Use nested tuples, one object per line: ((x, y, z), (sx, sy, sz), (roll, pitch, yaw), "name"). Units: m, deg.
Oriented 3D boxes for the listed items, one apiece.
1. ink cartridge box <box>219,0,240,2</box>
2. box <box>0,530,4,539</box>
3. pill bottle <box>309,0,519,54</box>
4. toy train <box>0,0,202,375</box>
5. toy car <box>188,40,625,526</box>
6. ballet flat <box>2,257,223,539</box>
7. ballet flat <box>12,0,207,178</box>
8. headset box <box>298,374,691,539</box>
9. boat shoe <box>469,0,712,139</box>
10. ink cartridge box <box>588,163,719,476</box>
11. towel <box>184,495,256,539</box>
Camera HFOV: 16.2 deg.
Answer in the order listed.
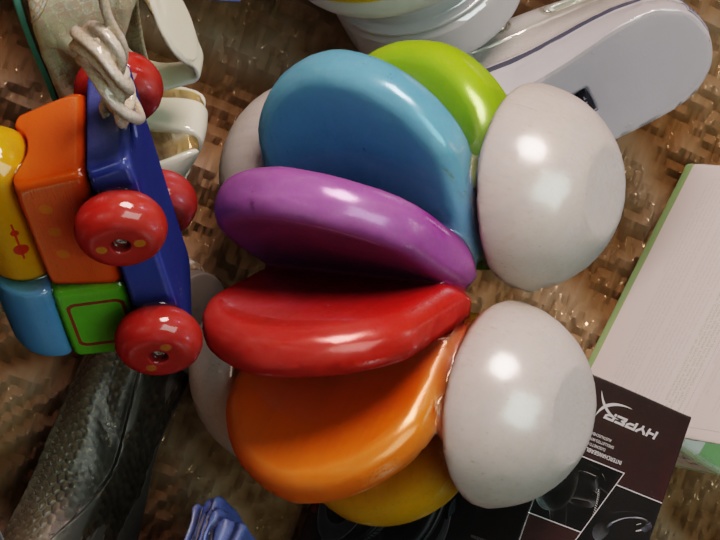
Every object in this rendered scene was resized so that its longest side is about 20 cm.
((-0.095, -0.213, 1.046), (0.119, 0.042, 0.201), (-5, 96, -54), "ink cartridge box")
((-0.239, 0.044, 0.976), (0.122, 0.106, 0.200), (-29, 108, -23), "box")
((0.001, -0.179, 1.056), (0.112, 0.112, 0.200), (-49, 141, -16), "pill bottle")
((-0.129, -0.038, 0.935), (0.115, 0.085, 0.200), (-8, 142, 4), "toy train")
((0.000, 0.000, 1.014), (0.150, 0.175, 0.201), (16, 81, -57), "toy car")
((-0.119, 0.084, 1.087), (0.067, 0.046, 0.200), (26, 88, -60), "ballet flat")
((-0.091, -0.066, 1.014), (0.062, 0.200, 0.068), (-1, 58, 7), "ballet flat")
((0.042, 0.135, 1.114), (0.077, 0.149, 0.200), (24, 84, -35), "headset box")
((0.059, -0.077, 1.152), (0.200, 0.070, 0.071), (-28, 122, 2), "boat shoe")
((0.186, 0.023, 1.156), (0.048, 0.200, 0.146), (33, 79, -25), "ink cartridge box")
((-0.096, 0.195, 1.068), (0.024, 0.145, 0.200), (27, 79, 11), "towel")
